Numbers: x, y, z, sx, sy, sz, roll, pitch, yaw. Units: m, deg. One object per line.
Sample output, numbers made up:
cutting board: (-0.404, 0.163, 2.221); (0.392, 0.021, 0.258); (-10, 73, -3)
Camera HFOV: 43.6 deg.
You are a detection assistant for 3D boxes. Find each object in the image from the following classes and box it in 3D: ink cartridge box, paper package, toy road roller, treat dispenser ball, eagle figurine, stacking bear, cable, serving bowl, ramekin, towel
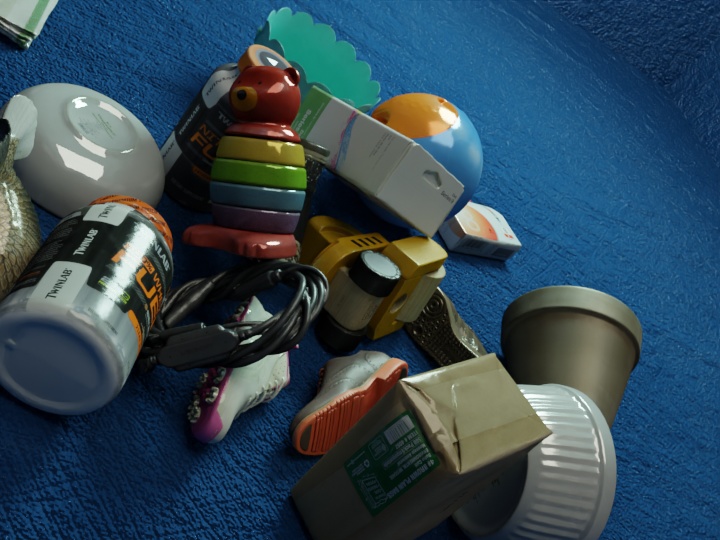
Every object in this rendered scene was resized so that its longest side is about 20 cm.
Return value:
ink cartridge box: (0.016, -0.141, 1.169); (0.200, 0.088, 0.145); (34, 2, 39)
paper package: (0.058, 0.190, 0.892); (0.190, 0.200, 0.104); (-7, 56, -52)
toy road roller: (0.000, 0.000, 1.138); (0.146, 0.123, 0.200); (43, 29, 22)
treat dispenser ball: (0.083, -0.164, 1.352); (0.200, 0.201, 0.201); (30, 33, -22)
eagle figurine: (-0.347, -0.069, 0.811); (0.200, 0.151, 0.151); (48, 19, 28)
ink cartridge box: (0.175, -0.113, 1.550); (0.162, 0.050, 0.201); (8, 49, -45)
stacking bear: (-0.110, -0.121, 0.976); (0.121, 0.201, 0.114); (11, 7, 33)
cable: (-0.127, 0.042, 0.895); (0.163, 0.199, 0.051); (-112, -175, -67)
serving bowl: (-0.301, -0.140, 1.003); (0.200, 0.066, 0.201); (29, 34, -22)
ramekin: (0.178, 0.221, 1.006); (0.105, 0.200, 0.201); (13, 41, -27)
towel: (-0.479, -0.357, 1.102); (0.199, 0.031, 0.150); (27, 32, -22)

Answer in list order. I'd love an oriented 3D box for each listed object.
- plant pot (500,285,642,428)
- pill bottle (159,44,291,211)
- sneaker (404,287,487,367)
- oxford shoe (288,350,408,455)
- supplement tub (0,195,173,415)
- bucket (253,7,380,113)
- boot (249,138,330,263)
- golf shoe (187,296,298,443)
plant pot: (0.286, 0.151, 1.249); (0.200, 0.200, 0.174); (31, 49, -20)
pill bottle: (-0.157, -0.173, 1.080); (0.106, 0.200, 0.106); (29, 33, -22)
sneaker: (0.120, 0.093, 1.234); (0.200, 0.070, 0.075); (58, 14, 17)
oxford shoe: (-0.026, 0.143, 1.001); (0.072, 0.072, 0.200); (24, 26, 26)
supplement tub: (-0.243, 0.022, 0.815); (0.122, 0.123, 0.200); (34, 32, -16)
bucket: (-0.087, -0.274, 1.350); (0.207, 0.135, 0.208); (30, 34, -23)
boot: (-0.112, -0.078, 1.129); (0.073, 0.203, 0.155); (17, 82, -24)
golf shoe: (-0.112, 0.108, 0.918); (0.091, 0.075, 0.200); (38, 32, -16)
